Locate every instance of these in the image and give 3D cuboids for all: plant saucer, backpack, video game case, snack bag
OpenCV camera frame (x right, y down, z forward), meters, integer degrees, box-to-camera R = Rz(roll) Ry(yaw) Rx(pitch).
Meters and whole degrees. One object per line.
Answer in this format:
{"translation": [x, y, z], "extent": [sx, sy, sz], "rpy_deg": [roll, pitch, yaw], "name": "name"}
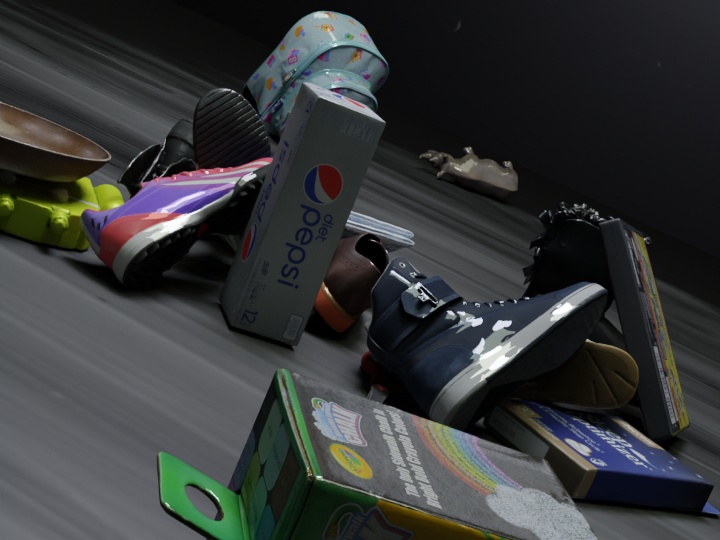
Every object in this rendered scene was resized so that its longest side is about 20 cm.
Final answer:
{"translation": [-0.309, -0.116, 1.212], "extent": [0.198, 0.032, 0.200], "rpy_deg": [22, 9, -4], "name": "plant saucer"}
{"translation": [-0.057, -0.281, 2.171], "extent": [0.175, 0.201, 0.154], "rpy_deg": [14, 31, -43], "name": "backpack"}
{"translation": [0.270, 0.057, 1.369], "extent": [0.025, 0.202, 0.181], "rpy_deg": [-14, -7, 16], "name": "video game case"}
{"translation": [-0.065, -0.052, 1.455], "extent": [0.198, 0.022, 0.188], "rpy_deg": [20, -11, -19], "name": "snack bag"}

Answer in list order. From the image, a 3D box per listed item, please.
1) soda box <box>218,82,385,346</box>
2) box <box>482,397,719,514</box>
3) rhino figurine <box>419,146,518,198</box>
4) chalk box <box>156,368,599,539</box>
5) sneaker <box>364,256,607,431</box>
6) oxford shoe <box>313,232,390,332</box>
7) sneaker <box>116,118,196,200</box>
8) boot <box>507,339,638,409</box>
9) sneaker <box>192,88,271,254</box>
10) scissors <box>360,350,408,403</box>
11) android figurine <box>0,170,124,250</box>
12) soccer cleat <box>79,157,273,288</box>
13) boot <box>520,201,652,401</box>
{"translation": [-0.050, -0.046, 1.181], "extent": [0.063, 0.202, 0.068], "rpy_deg": [18, 11, -19], "name": "soda box"}
{"translation": [0.211, 0.156, 1.212], "extent": [0.199, 0.033, 0.121], "rpy_deg": [15, 15, -40], "name": "box"}
{"translation": [0.190, -0.175, 2.513], "extent": [0.198, 0.060, 0.088], "rpy_deg": [14, 25, -24], "name": "rhino figurine"}
{"translation": [-0.006, 0.137, 0.675], "extent": [0.198, 0.125, 0.125], "rpy_deg": [19, 14, -15], "name": "chalk box"}
{"translation": [0.096, 0.032, 1.187], "extent": [0.201, 0.077, 0.146], "rpy_deg": [-28, 56, -30], "name": "sneaker"}
{"translation": [0.000, 0.000, 1.335], "extent": [0.071, 0.072, 0.200], "rpy_deg": [48, 11, -10], "name": "oxford shoe"}
{"translation": [-0.178, -0.068, 1.338], "extent": [0.060, 0.105, 0.200], "rpy_deg": [27, -25, 7], "name": "sneaker"}
{"translation": [0.145, 0.079, 1.298], "extent": [0.198, 0.073, 0.155], "rpy_deg": [12, -1, 6], "name": "boot"}
{"translation": [-0.116, -0.075, 1.307], "extent": [0.074, 0.202, 0.088], "rpy_deg": [-29, 31, -21], "name": "sneaker"}
{"translation": [0.012, 0.092, 1.162], "extent": [0.073, 0.014, 0.200], "rpy_deg": [30, 15, 17], "name": "scissors"}
{"translation": [-0.286, -0.070, 1.229], "extent": [0.180, 0.041, 0.200], "rpy_deg": [20, 11, -19], "name": "android figurine"}
{"translation": [-0.142, -0.058, 1.204], "extent": [0.073, 0.069, 0.199], "rpy_deg": [43, 49, 17], "name": "soccer cleat"}
{"translation": [0.255, 0.031, 1.509], "extent": [0.197, 0.164, 0.073], "rpy_deg": [24, 12, 3], "name": "boot"}
